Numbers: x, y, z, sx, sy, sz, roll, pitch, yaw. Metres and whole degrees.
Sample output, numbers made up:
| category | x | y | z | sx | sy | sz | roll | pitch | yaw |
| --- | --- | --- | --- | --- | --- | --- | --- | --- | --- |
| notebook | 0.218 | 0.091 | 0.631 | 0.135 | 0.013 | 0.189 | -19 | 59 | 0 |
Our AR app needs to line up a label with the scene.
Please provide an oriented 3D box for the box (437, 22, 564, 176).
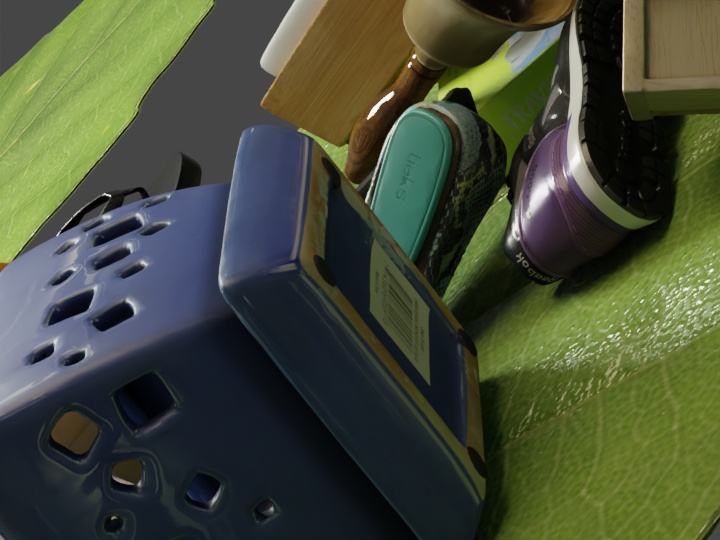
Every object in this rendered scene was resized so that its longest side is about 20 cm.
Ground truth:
| category | x | y | z | sx | sy | sz | roll | pitch | yaw |
| --- | --- | --- | --- | --- | --- | --- | --- | --- | --- |
| box | 0.130 | -0.144 | 1.369 | 0.200 | 0.048 | 0.122 | -41 | 18 | 18 |

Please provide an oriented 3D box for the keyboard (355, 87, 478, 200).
| category | x | y | z | sx | sy | sz | roll | pitch | yaw |
| --- | --- | --- | --- | --- | --- | --- | --- | --- | --- |
| keyboard | 0.000 | 0.000 | 1.287 | 0.200 | 0.021 | 0.127 | -46 | -23 | -13 |

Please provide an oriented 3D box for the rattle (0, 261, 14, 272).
| category | x | y | z | sx | sy | sz | roll | pitch | yaw |
| --- | --- | --- | --- | --- | --- | --- | --- | --- | --- |
| rattle | -0.221 | 0.022 | 1.669 | 0.130 | 0.142 | 0.200 | -58 | 17 | 26 |

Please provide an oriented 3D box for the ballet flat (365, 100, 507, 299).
| category | x | y | z | sx | sy | sz | roll | pitch | yaw |
| --- | --- | --- | --- | --- | --- | --- | --- | --- | --- |
| ballet flat | 0.022 | 0.008 | 1.234 | 0.074 | 0.074 | 0.200 | -96 | 31 | -68 |

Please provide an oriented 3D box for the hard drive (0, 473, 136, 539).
| category | x | y | z | sx | sy | sz | roll | pitch | yaw |
| --- | --- | --- | --- | --- | --- | --- | --- | --- | --- |
| hard drive | -0.177 | 0.190 | 1.224 | 0.134 | 0.042 | 0.200 | 19 | 63 | 22 |

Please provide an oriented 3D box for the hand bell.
| category | x | y | z | sx | sy | sz | roll | pitch | yaw |
| --- | --- | --- | --- | --- | --- | --- | --- | --- | --- |
| hand bell | 0.034 | -0.112 | 1.335 | 0.200 | 0.104 | 0.104 | -55 | 6 | 47 |

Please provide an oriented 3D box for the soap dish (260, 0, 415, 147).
| category | x | y | z | sx | sy | sz | roll | pitch | yaw |
| --- | --- | --- | --- | --- | --- | --- | --- | --- | --- |
| soap dish | 0.036 | -0.167 | 1.458 | 0.157 | 0.081 | 0.200 | -35 | -8 | -30 |

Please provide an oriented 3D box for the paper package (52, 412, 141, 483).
| category | x | y | z | sx | sy | sz | roll | pitch | yaw |
| --- | --- | --- | --- | --- | --- | --- | --- | --- | --- |
| paper package | -0.178 | 0.113 | 1.417 | 0.190 | 0.103 | 0.200 | -22 | 29 | 49 |

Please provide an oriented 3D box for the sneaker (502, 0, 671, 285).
| category | x | y | z | sx | sy | sz | roll | pitch | yaw |
| --- | --- | --- | --- | --- | --- | --- | --- | --- | --- |
| sneaker | 0.107 | -0.071 | 1.221 | 0.088 | 0.076 | 0.200 | -42 | 17 | 33 |

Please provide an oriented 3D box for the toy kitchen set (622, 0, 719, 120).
| category | x | y | z | sx | sy | sz | roll | pitch | yaw |
| --- | --- | --- | --- | --- | --- | --- | --- | --- | --- |
| toy kitchen set | 0.220 | -0.156 | 1.179 | 0.162 | 0.180 | 0.201 | -1 | 74 | 13 |

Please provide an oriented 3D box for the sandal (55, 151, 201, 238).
| category | x | y | z | sx | sy | sz | roll | pitch | yaw |
| --- | --- | --- | --- | --- | --- | --- | --- | --- | --- |
| sandal | -0.166 | 0.006 | 1.386 | 0.200 | 0.043 | 0.076 | -47 | 19 | -5 |

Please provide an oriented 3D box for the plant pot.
| category | x | y | z | sx | sy | sz | roll | pitch | yaw |
| --- | --- | --- | --- | --- | --- | --- | --- | --- | --- |
| plant pot | -0.053 | 0.063 | 1.099 | 0.180 | 0.200 | 0.200 | -33 | 20 | 16 |
